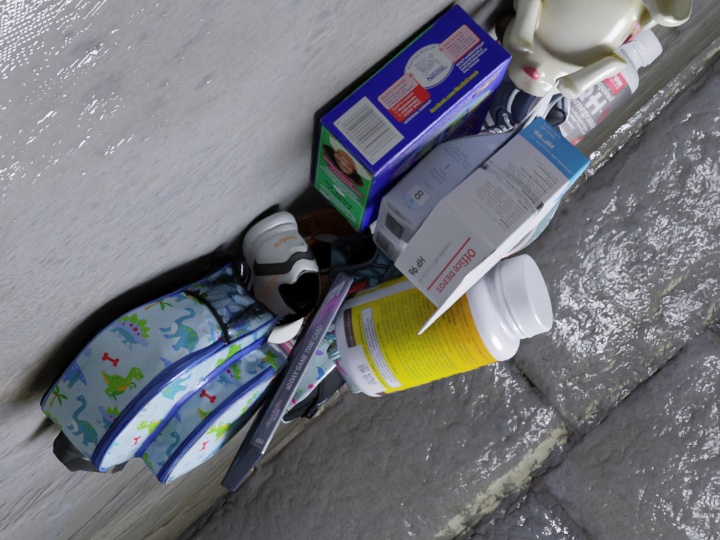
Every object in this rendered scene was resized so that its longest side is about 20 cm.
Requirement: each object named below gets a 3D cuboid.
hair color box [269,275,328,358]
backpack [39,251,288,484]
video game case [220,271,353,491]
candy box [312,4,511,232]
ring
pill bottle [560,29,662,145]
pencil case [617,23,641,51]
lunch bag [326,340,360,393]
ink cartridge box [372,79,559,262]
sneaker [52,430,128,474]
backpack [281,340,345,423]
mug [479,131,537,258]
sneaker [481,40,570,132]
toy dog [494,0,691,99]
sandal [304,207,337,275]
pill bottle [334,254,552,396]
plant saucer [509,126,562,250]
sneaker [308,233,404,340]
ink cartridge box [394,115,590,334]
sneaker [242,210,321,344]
[{"bbox_3d":[-0.064,0.037,1.505,0.200,0.100,0.061,-38,170,-27],"label":"hair color box"},{"bbox_3d":[-0.175,0.103,1.160,0.183,0.147,0.200,-50,166,30],"label":"backpack"},{"bbox_3d":[-0.072,0.109,1.223,0.200,0.019,0.143,-62,-177,-29],"label":"video game case"},{"bbox_3d":[0.043,-0.135,1.174,0.169,0.077,0.200,-41,171,-12],"label":"candy box"},{"bbox_3d":[-0.071,0.009,1.368,0.200,0.019,0.201,-28,152,-16],"label":"ring"},{"bbox_3d":[0.291,-0.247,1.639,0.200,0.111,0.111,-43,172,5],"label":"pill bottle"},{"bbox_3d":[0.255,-0.277,1.381,0.083,0.087,0.200,-54,167,31],"label":"pencil case"},{"bbox_3d":[0.064,0.055,1.423,0.200,0.077,0.160,-31,-176,26],"label":"lunch bag"},{"bbox_3d":[0.097,-0.101,1.209,0.200,0.047,0.160,-46,173,-10],"label":"ink cartridge box"},{"bbox_3d":[-0.243,0.153,1.339,0.111,0.077,0.200,-53,163,30],"label":"sneaker"},{"bbox_3d":[-0.064,0.098,1.650,0.178,0.151,0.200,-41,180,-20],"label":"backpack"},{"bbox_3d":[0.120,-0.077,1.410,0.177,0.134,0.200,4,179,-19],"label":"mug"},{"bbox_3d":[0.161,-0.172,1.417,0.070,0.109,0.200,-36,170,-38],"label":"sneaker"},{"bbox_3d":[0.205,-0.252,1.214,0.200,0.139,0.194,-50,-164,48],"label":"toy dog"},{"bbox_3d":[-0.048,-0.017,1.435,0.207,0.059,0.079,-38,172,-30],"label":"sandal"},{"bbox_3d":[0.083,0.050,1.243,0.200,0.109,0.109,-18,-179,22],"label":"pill bottle"},{"bbox_3d":[0.156,-0.117,1.510,0.039,0.201,0.201,11,133,-44],"label":"plant saucer"},{"bbox_3d":[0.000,0.000,1.353,0.200,0.096,0.079,-36,-160,39],"label":"sneaker"},{"bbox_3d":[0.107,-0.042,1.135,0.200,0.068,0.116,-41,171,-36],"label":"ink cartridge box"},{"bbox_3d":[-0.080,0.028,1.285,0.074,0.080,0.200,-28,153,-18],"label":"sneaker"}]
